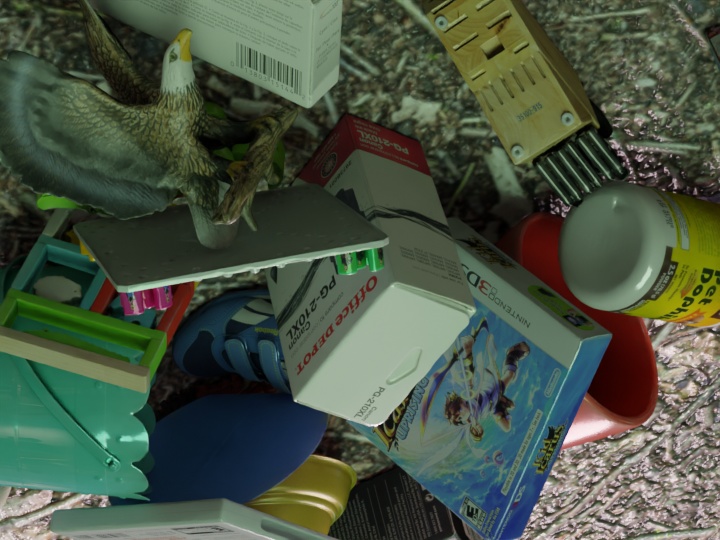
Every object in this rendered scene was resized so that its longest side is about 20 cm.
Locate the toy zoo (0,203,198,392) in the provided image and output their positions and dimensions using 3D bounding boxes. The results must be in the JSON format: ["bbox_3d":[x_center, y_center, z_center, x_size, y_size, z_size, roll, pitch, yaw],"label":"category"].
[{"bbox_3d":[-0.193,0.000,1.570,0.130,0.201,0.021,16,138,8],"label":"toy zoo"}]

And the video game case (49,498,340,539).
[{"bbox_3d":[-0.129,0.226,1.692,0.199,0.023,0.182,-9,155,38],"label":"video game case"}]

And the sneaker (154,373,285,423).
[{"bbox_3d":[-0.087,0.123,1.807,0.199,0.078,0.082,-21,143,17],"label":"sneaker"}]

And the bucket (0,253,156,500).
[{"bbox_3d":[-0.234,0.086,1.636,0.134,0.208,0.208,1,134,-5],"label":"bucket"}]

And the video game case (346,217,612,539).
[{"bbox_3d":[0.091,0.089,1.635,0.045,0.181,0.201,-5,125,-47],"label":"video game case"}]

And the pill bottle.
[{"bbox_3d":[0.267,-0.010,1.721,0.199,0.110,0.109,9,133,-45],"label":"pill bottle"}]

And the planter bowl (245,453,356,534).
[{"bbox_3d":[-0.097,0.241,1.858,0.199,0.084,0.201,-7,156,-3],"label":"planter bowl"}]

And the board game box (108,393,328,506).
[{"bbox_3d":[-0.113,0.165,1.705,0.199,0.158,0.039,-4,120,32],"label":"board game box"}]

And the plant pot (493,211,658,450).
[{"bbox_3d":[0.131,0.077,1.743,0.177,0.201,0.200,-32,134,31],"label":"plant pot"}]

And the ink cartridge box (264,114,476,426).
[{"bbox_3d":[0.000,0.000,1.610,0.084,0.201,0.145,19,126,-30],"label":"ink cartridge box"}]

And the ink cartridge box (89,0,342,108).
[{"bbox_3d":[-0.104,-0.224,1.385,0.199,0.045,0.177,26,140,21],"label":"ink cartridge box"}]

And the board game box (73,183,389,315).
[{"bbox_3d":[-0.100,-0.018,1.500,0.199,0.200,0.026,-10,107,-15],"label":"board game box"}]

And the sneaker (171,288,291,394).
[{"bbox_3d":[-0.073,0.064,1.728,0.199,0.083,0.074,-14,137,18],"label":"sneaker"}]

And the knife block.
[{"bbox_3d":[0.140,-0.146,1.617,0.064,0.176,0.201,-31,89,15],"label":"knife block"}]

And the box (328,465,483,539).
[{"bbox_3d":[0.022,0.293,1.970,0.199,0.107,0.149,-26,135,9],"label":"box"}]

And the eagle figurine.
[{"bbox_3d":[-0.150,-0.110,1.400,0.199,0.152,0.152,19,91,9],"label":"eagle figurine"}]

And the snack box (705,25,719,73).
[{"bbox_3d":[0.405,-0.163,1.657,0.199,0.068,0.169,-26,134,8],"label":"snack box"}]

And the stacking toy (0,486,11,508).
[{"bbox_3d":[-0.412,0.164,1.736,0.199,0.147,0.146,-15,139,25],"label":"stacking toy"}]

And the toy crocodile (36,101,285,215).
[{"bbox_3d":[-0.157,-0.079,1.584,0.199,0.068,0.062,-13,136,-3],"label":"toy crocodile"}]
